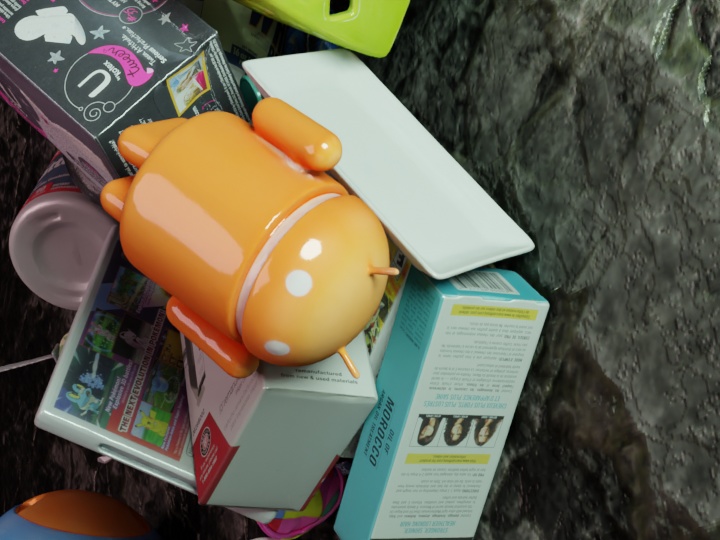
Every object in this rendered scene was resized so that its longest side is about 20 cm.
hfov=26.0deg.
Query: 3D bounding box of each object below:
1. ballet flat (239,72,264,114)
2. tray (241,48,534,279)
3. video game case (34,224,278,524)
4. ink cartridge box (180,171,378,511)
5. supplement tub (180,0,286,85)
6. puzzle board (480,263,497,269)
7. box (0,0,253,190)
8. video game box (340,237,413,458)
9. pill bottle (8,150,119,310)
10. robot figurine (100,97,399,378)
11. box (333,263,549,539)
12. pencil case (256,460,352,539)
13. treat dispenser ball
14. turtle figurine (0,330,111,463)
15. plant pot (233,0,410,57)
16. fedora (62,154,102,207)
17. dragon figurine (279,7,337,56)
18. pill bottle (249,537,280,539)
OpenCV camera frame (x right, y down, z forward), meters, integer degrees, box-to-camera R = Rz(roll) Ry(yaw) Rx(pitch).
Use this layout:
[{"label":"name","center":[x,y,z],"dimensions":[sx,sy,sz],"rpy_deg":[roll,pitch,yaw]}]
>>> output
[{"label":"ballet flat","center":[-0.053,-0.091,1.184],"dimensions":[0.200,0.069,0.070],"rpy_deg":[92,164,-56]},{"label":"tray","center":[0.014,-0.068,1.001],"dimensions":[0.200,0.107,0.022],"rpy_deg":[49,129,22]},{"label":"video game case","center":[-0.127,0.072,1.151],"dimensions":[0.023,0.181,0.201],"rpy_deg":[-54,16,41]},{"label":"ink cartridge box","center":[-0.066,0.044,1.088],"dimensions":[0.147,0.082,0.201],"rpy_deg":[121,148,-43]},{"label":"supplement tub","center":[-0.131,-0.210,1.279],"dimensions":[0.145,0.144,0.201],"rpy_deg":[-31,46,56]},{"label":"puzzle board","center":[0.032,0.047,1.119],"dimensions":[0.151,0.017,0.201],"rpy_deg":[57,135,47]},{"label":"box","center":[-0.186,-0.143,1.104],"dimensions":[0.200,0.115,0.132],"rpy_deg":[41,166,28]},{"label":"video game box","center":[0.000,0.000,1.112],"dimensions":[0.200,0.047,0.183],"rpy_deg":[-112,35,-49]},{"label":"pill bottle","center":[-0.242,-0.064,1.459],"dimensions":[0.200,0.119,0.120],"rpy_deg":[-77,9,-57]},{"label":"robot figurine","center":[-0.065,-0.021,0.945],"dimensions":[0.200,0.117,0.144],"rpy_deg":[35,79,22]},{"label":"box","center":[0.050,0.097,1.014],"dimensions":[0.049,0.082,0.201],"rpy_deg":[48,127,54]},{"label":"pencil case","center":[-0.080,0.126,1.245],"dimensions":[0.200,0.088,0.089],"rpy_deg":[47,127,51]},{"label":"treat dispenser ball","center":[-0.267,0.303,1.439],"dimensions":[0.201,0.200,0.202],"rpy_deg":[-11,77,60]},{"label":"turtle figurine","center":[-0.200,0.100,1.407],"dimensions":[0.194,0.200,0.144],"rpy_deg":[1,122,57]},{"label":"plant pot","center":[-0.070,-0.274,1.035],"dimensions":[0.200,0.181,0.200],"rpy_deg":[31,106,43]},{"label":"fedora","center":[-0.163,-0.120,1.374],"dimensions":[0.092,0.199,0.202],"rpy_deg":[77,-178,-65]},{"label":"dragon figurine","center":[-0.039,-0.197,1.185],"dimensions":[0.200,0.058,0.100],"rpy_deg":[-92,-1,-67]},{"label":"pill bottle","center":[-0.109,0.290,1.248],"dimensions":[0.200,0.110,0.112],"rpy_deg":[-50,46,47]}]
